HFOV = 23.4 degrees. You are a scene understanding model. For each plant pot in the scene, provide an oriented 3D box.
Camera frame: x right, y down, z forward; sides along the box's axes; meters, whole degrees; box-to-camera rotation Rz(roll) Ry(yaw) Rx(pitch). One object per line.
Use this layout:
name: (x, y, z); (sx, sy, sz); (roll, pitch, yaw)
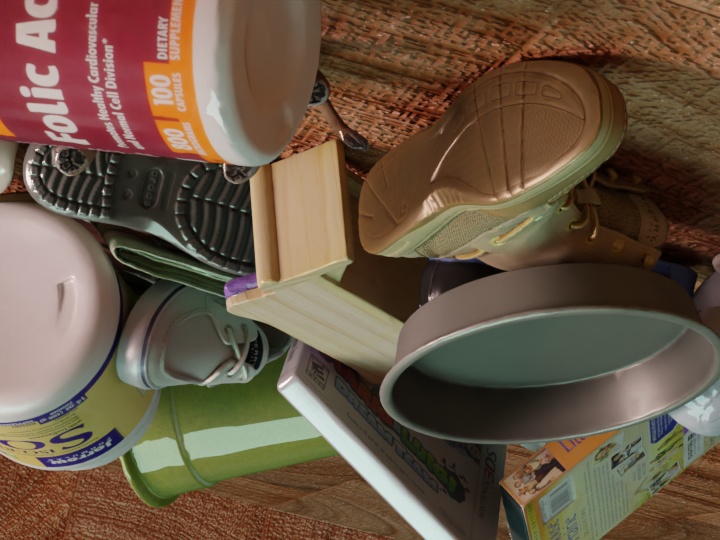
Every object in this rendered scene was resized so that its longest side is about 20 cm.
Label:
plant pot: (-0.078, 0.084, 1.390); (0.189, 0.201, 0.200); (-5, 161, 15)

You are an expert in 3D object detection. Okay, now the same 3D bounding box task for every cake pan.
cake pan: (0.109, 0.049, 1.001); (0.199, 0.037, 0.200); (-4, 155, -2)

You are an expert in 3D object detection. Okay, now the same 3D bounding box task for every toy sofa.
toy sofa: (0.000, 0.000, 1.112); (0.097, 0.083, 0.200); (-19, 152, 28)

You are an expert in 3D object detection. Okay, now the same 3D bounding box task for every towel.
towel: (-0.116, -0.009, 1.205); (0.152, 0.024, 0.200); (18, -174, -20)

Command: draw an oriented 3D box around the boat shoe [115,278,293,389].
boat shoe: (-0.097, 0.047, 1.178); (0.069, 0.071, 0.200); (15, -174, 17)

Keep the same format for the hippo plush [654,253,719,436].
hippo plush: (0.273, 0.052, 1.065); (0.160, 0.200, 0.160); (36, 150, 13)

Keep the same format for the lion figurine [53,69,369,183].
lion figurine: (-0.099, -0.093, 0.904); (0.199, 0.073, 0.123); (8, -160, -9)

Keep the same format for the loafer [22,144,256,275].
loafer: (-0.120, -0.053, 1.110); (0.199, 0.076, 0.070); (19, -173, -24)

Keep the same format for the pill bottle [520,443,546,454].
pill bottle: (0.162, 0.092, 1.315); (0.112, 0.113, 0.200); (4, 164, 29)

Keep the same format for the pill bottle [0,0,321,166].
pill bottle: (-0.128, -0.111, 0.776); (0.199, 0.115, 0.114); (7, 165, 19)

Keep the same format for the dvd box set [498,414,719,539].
dvd box set: (0.190, 0.132, 1.258); (0.029, 0.200, 0.147); (46, 166, 31)

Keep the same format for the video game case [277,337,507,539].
video game case: (0.029, 0.098, 1.223); (0.024, 0.182, 0.200); (-37, 107, 24)

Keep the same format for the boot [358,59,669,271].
boot: (0.111, -0.043, 0.928); (0.155, 0.073, 0.200); (12, 155, -30)

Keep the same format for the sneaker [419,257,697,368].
sneaker: (0.123, 0.023, 1.095); (0.199, 0.078, 0.070); (6, 179, -26)

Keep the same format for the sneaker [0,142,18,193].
sneaker: (-0.288, -0.071, 1.157); (0.084, 0.075, 0.200); (16, 155, -21)

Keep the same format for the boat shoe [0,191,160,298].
boat shoe: (-0.198, -0.004, 1.306); (0.199, 0.072, 0.072); (15, 154, -16)

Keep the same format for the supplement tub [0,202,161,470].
supplement tub: (-0.214, 0.053, 1.178); (0.145, 0.146, 0.200); (10, 162, 10)
